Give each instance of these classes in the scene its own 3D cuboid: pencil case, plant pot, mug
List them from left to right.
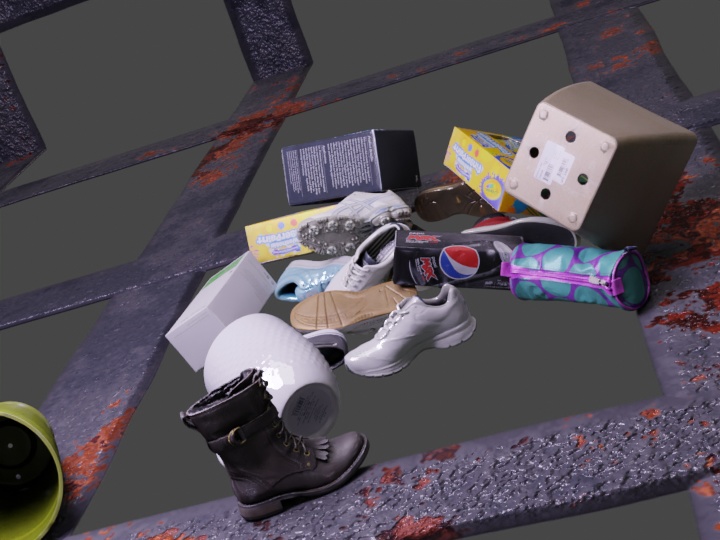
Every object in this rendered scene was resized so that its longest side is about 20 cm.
[{"bbox_3d":[-0.496,0.267,1.543,0.198,0.203,0.193,-22,10,-3],"label":"plant pot"},{"bbox_3d":[-0.122,0.177,1.485,0.201,0.147,0.175,-55,36,-4],"label":"mug"},{"bbox_3d":[0.299,0.006,1.556,0.092,0.086,0.199,-3,5,-42],"label":"pencil case"},{"bbox_3d":[0.318,-0.143,1.576,0.199,0.202,0.176,34,22,31],"label":"plant pot"}]

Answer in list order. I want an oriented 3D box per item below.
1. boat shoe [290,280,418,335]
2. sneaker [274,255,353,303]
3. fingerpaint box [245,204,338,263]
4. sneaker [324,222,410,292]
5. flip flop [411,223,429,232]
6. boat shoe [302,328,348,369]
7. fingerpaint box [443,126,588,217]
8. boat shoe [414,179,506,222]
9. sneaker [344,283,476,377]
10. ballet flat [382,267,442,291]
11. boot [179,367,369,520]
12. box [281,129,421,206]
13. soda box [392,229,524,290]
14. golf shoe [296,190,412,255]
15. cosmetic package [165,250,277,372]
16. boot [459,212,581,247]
[{"bbox_3d":[-0.006,0.071,1.706,0.197,0.070,0.072,-9,55,6],"label":"boat shoe"},{"bbox_3d":[-0.062,0.030,1.856,0.198,0.074,0.082,-5,40,45],"label":"sneaker"},{"bbox_3d":[-0.079,-0.070,1.987,0.197,0.074,0.167,-12,1,19],"label":"fingerpaint box"},{"bbox_3d":[0.000,0.000,1.753,0.073,0.071,0.201,39,91,22],"label":"sneaker"},{"bbox_3d":[0.100,-0.034,1.876,0.198,0.058,0.081,12,30,28],"label":"flip flop"},{"bbox_3d":[-0.109,0.143,1.631,0.197,0.071,0.066,-15,20,-8],"label":"boat shoe"},{"bbox_3d":[0.257,-0.162,1.848,0.165,0.074,0.200,5,25,-26],"label":"fingerpaint box"},{"bbox_3d":[0.195,-0.135,1.989,0.198,0.073,0.068,-6,20,25],"label":"boat shoe"},{"bbox_3d":[0.063,0.083,1.583,0.198,0.088,0.075,-26,24,-9],"label":"sneaker"},{"bbox_3d":[0.073,0.001,1.799,0.199,0.073,0.072,2,31,46],"label":"ballet flat"},{"bbox_3d":[-0.098,0.193,1.350,0.198,0.176,0.069,-25,22,-12],"label":"boot"},{"bbox_3d":[-0.016,-0.182,1.996,0.198,0.109,0.148,-7,2,31],"label":"box"},{"bbox_3d":[0.148,-0.016,1.682,0.197,0.064,0.071,2,24,1],"label":"soda box"},{"bbox_3d":[-0.017,-0.085,1.841,0.197,0.079,0.098,-8,42,-17],"label":"golf shoe"},{"bbox_3d":[-0.225,0.066,1.846,0.107,0.085,0.200,-33,13,27],"label":"cosmetic package"},{"bbox_3d":[0.261,-0.061,1.779,0.197,0.073,0.144,-2,16,24],"label":"boot"}]
